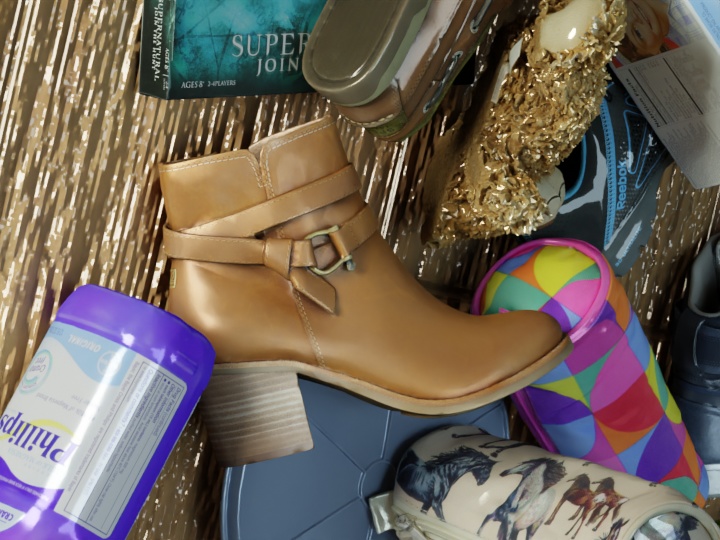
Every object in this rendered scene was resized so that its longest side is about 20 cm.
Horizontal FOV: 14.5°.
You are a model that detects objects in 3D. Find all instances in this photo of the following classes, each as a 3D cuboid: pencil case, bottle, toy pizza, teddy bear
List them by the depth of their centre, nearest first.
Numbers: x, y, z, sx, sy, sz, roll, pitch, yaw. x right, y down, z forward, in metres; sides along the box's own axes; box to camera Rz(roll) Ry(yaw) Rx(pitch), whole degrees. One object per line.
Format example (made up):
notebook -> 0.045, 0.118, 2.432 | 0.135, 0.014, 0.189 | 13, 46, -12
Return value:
bottle -> -0.144, 0.106, 1.308 | 0.065, 0.083, 0.200 | 37, 77, -40
pencil case -> 0.096, 0.134, 1.405 | 0.089, 0.200, 0.078 | -29, 115, -28
teddy bear -> 0.094, -0.083, 1.409 | 0.067, 0.145, 0.200 | 17, 120, -11
toy pizza -> 0.000, 0.109, 1.470 | 0.200, 0.032, 0.201 | -11, 107, -41
pencil case -> 0.126, 0.073, 1.523 | 0.088, 0.088, 0.200 | -48, 134, -22

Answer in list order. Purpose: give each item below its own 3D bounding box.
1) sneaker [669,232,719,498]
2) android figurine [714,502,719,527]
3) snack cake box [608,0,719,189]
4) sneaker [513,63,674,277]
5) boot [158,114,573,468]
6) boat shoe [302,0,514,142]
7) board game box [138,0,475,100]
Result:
sneaker -> 0.259, 0.045, 1.651 | 0.202, 0.077, 0.147 | -10, 109, -38
android figurine -> 0.202, 0.229, 1.637 | 0.182, 0.041, 0.201 | -18, 113, -37
snack cake box -> 0.165, -0.145, 1.445 | 0.067, 0.115, 0.200 | -38, 99, -18
sneaker -> 0.144, -0.091, 1.519 | 0.082, 0.073, 0.200 | 32, 78, -41
boot -> 0.000, 0.000, 1.386 | 0.199, 0.077, 0.156 | -13, 93, -11
boat shoe -> 0.045, -0.157, 1.387 | 0.200, 0.072, 0.068 | -56, 136, -5
board game box -> -0.020, -0.156, 1.389 | 0.200, 0.028, 0.136 | -7, 105, -41
